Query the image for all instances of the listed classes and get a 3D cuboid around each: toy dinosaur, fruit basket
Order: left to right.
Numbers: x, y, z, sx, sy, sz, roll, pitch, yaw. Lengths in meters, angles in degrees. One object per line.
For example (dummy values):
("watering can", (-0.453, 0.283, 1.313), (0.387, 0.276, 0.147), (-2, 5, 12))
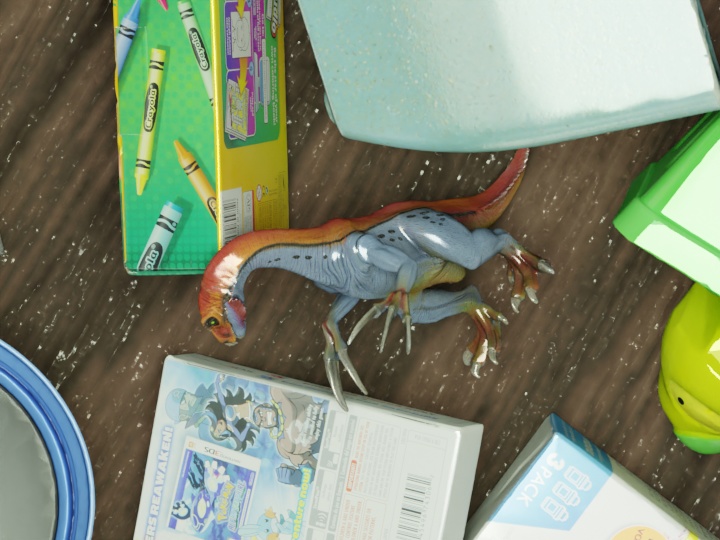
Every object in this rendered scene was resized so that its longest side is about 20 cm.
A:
("toy dinosaur", (0.000, 0.000, 1.488), (0.181, 0.201, 0.105), (20, 132, -21))
("fruit basket", (0.218, 0.023, 1.484), (0.214, 0.156, 0.217), (2, 103, 10))

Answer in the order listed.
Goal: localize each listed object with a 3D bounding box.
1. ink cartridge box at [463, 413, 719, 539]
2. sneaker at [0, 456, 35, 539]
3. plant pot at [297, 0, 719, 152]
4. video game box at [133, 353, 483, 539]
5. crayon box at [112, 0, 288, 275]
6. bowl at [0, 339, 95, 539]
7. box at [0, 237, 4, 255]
("ink cartridge box", (0.152, 0.188, 1.556), (0.200, 0.068, 0.115), (37, 96, -3))
("sneaker", (-0.200, 0.146, 1.558), (0.095, 0.079, 0.201), (-29, 96, -9))
("plant pot", (0.069, -0.157, 1.469), (0.199, 0.196, 0.197), (-16, 95, 9))
("video game box", (-0.038, 0.162, 1.535), (0.181, 0.047, 0.201), (13, 96, 21))
("crayon box", (-0.084, -0.103, 1.499), (0.058, 0.119, 0.201), (0, 96, 16))
("bowl", (-0.244, 0.125, 1.499), (0.199, 0.039, 0.202), (2, 81, -12))
("box", (-0.271, -0.090, 1.509), (0.101, 0.113, 0.201), (-14, 94, 1))
